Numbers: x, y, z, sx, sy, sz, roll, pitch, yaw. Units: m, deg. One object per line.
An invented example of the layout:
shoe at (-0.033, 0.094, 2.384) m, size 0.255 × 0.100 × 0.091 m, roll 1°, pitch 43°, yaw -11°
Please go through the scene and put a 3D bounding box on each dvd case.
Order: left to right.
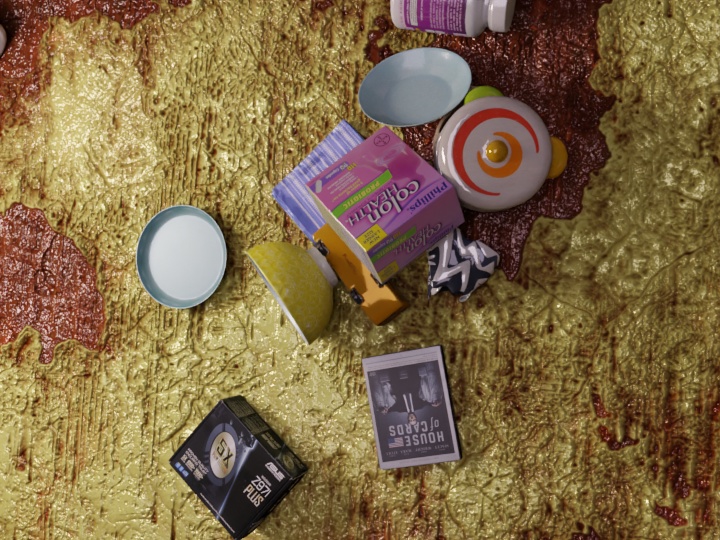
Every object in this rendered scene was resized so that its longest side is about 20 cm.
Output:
dvd case at (0.089, 0.242, 1.376) m, size 0.149 × 0.025 × 0.201 m, roll -12°, pitch 84°, yaw 17°

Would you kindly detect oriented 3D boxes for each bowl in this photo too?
bowl at (-0.104, 0.020, 1.373) m, size 0.107 × 0.200 × 0.201 m, roll -35°, pitch 78°, yaw -8°

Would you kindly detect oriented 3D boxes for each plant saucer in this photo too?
plant saucer at (-0.346, -0.026, 1.522) m, size 0.199 × 0.027 × 0.202 m, roll -1°, pitch 87°, yaw 17°
plant saucer at (0.096, -0.309, 1.357) m, size 0.200 × 0.039 × 0.202 m, roll -8°, pitch 52°, yaw 11°

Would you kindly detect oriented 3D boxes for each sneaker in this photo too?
sneaker at (0.126, -0.021, 1.345) m, size 0.199 × 0.079 × 0.130 m, roll 33°, pitch 89°, yaw 6°

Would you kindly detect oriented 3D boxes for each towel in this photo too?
towel at (-0.056, -0.162, 1.438) m, size 0.200 × 0.024 × 0.145 m, roll -43°, pitch 77°, yaw 11°

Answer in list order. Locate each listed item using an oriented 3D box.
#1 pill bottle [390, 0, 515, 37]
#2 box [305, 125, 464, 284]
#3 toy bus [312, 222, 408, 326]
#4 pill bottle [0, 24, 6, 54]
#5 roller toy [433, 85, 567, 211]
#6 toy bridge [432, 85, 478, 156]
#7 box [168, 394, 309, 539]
pill bottle at (0.160, -0.462, 1.336) m, size 0.199 × 0.112 × 0.113 m, roll 13°, pitch 92°, yaw 18°
box at (0.038, -0.112, 1.290) m, size 0.176 × 0.097 × 0.200 m, roll -36°, pitch 53°, yaw -6°
toy bus at (0.000, 0.000, 1.385) m, size 0.065 × 0.078 × 0.200 m, roll -39°, pitch 78°, yaw 13°
pill bottle at (-0.863, -0.534, 1.655) m, size 0.200 × 0.120 × 0.120 m, roll 42°, pitch 100°, yaw 15°
roller toy at (0.216, -0.186, 1.273) m, size 0.200 × 0.140 × 0.183 m, roll 43°, pitch 93°, yaw -1°
toy bridge at (0.163, -0.226, 1.369) m, size 0.067 × 0.027 × 0.201 m, roll 17°, pitch 93°, yaw 20°
box at (-0.225, 0.361, 1.437) m, size 0.200 × 0.086 × 0.164 m, roll 45°, pitch 100°, yaw 14°
